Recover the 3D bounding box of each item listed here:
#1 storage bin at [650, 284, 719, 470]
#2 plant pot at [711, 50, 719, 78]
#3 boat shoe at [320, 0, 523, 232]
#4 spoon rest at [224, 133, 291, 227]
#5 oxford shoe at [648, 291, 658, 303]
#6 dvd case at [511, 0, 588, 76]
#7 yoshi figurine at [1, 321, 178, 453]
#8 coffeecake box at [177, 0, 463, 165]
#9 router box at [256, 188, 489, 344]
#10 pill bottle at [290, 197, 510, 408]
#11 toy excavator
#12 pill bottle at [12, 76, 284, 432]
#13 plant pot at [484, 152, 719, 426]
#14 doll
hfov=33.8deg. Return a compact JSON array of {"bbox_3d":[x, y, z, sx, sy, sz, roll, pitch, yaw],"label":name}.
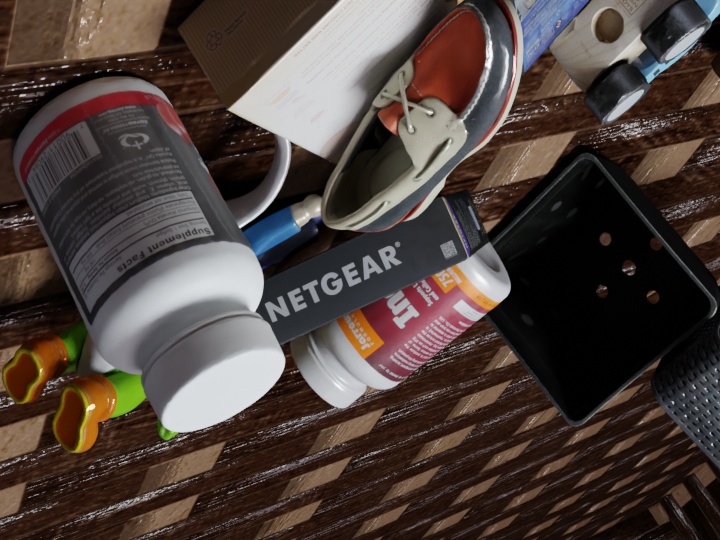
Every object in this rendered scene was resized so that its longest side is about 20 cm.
[{"bbox_3d":[0.386,0.100,1.190,0.094,0.135,0.200,-45,178,34],"label":"storage bin"},{"bbox_3d":[0.449,-0.227,1.063,0.185,0.186,0.202,-4,130,-47],"label":"plant pot"},{"bbox_3d":[0.035,-0.093,0.743,0.062,0.072,0.201,-12,153,-33],"label":"boat shoe"},{"bbox_3d":[-0.117,-0.038,0.826,0.200,0.100,0.061,-43,111,16],"label":"spoon rest"},{"bbox_3d":[0.416,0.063,1.672,0.198,0.072,0.072,-15,150,-37],"label":"oxford shoe"},{"bbox_3d":[0.124,-0.232,0.728,0.143,0.017,0.201,-48,150,-16],"label":"dvd case"},{"bbox_3d":[-0.174,0.069,0.911,0.111,0.114,0.199,-3,-163,36],"label":"yoshi figurine"},{"bbox_3d":[0.006,-0.151,0.766,0.153,0.074,0.199,-41,154,16],"label":"coffeecake box"},{"bbox_3d":[0.000,0.000,0.957,0.197,0.053,0.157,-25,180,14],"label":"router box"},{"bbox_3d":[0.033,0.036,1.103,0.199,0.114,0.113,-41,155,17],"label":"pill bottle"},{"bbox_3d":[0.251,-0.220,0.934,0.195,0.100,0.199,-46,166,32],"label":"toy excavator"},{"bbox_3d":[-0.126,-0.009,0.719,0.109,0.202,0.111,-26,157,-12],"label":"pill bottle"},{"bbox_3d":[0.261,0.010,1.251,0.200,0.201,0.177,-45,165,28],"label":"plant pot"},{"bbox_3d":[-0.062,-0.027,0.899,0.198,0.049,0.136,-25,180,-37],"label":"doll"}]
